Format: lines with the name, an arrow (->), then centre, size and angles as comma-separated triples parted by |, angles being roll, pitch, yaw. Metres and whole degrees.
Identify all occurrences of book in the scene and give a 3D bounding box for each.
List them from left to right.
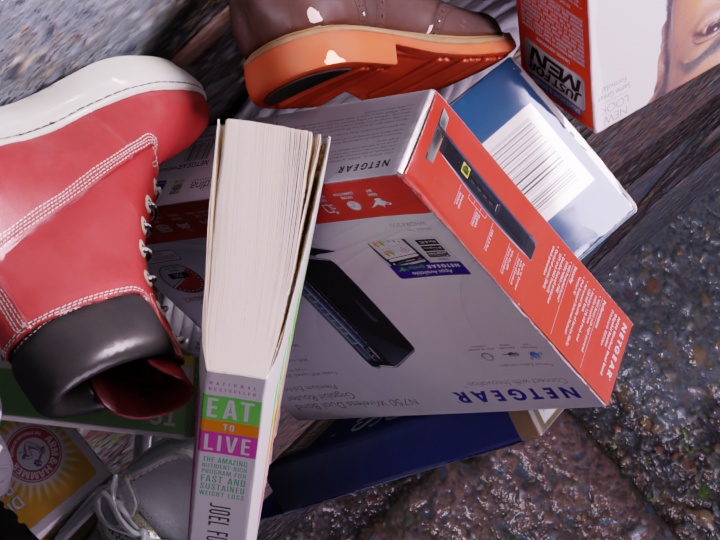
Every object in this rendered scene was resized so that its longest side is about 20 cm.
book -> -0.053, 0.053, 0.925 | 0.201, 0.048, 0.134 | 100, -2, -51

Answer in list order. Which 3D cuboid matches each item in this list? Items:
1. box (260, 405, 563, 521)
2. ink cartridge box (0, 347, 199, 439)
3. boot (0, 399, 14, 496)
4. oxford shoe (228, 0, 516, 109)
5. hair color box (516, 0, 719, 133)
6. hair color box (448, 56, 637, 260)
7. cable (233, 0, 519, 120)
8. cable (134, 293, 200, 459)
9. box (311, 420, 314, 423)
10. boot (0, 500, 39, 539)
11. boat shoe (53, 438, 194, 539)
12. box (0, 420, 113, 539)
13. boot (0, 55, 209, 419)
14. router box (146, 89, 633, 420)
box -> 0.031, 0.076, 1.141 | 0.199, 0.033, 0.121 | -22, -169, 33
ink cartridge box -> -0.148, 0.049, 1.001 | 0.200, 0.144, 0.048 | 33, 62, -83
boot -> -0.202, 0.061, 0.910 | 0.095, 0.074, 0.200 | -20, 161, -8
oxford shoe -> 0.010, -0.119, 0.995 | 0.071, 0.073, 0.200 | -24, 171, 29
hair color box -> 0.129, -0.177, 0.997 | 0.111, 0.064, 0.201 | -30, 138, -20
hair color box -> 0.064, -0.032, 1.114 | 0.060, 0.100, 0.200 | -39, 179, -15
cable -> 0.010, -0.098, 1.173 | 0.200, 0.069, 0.200 | -46, 170, 25
cable -> -0.087, 0.072, 1.242 | 0.201, 0.069, 0.201 | 95, 3, -46
box -> 0.037, 0.021, 1.587 | 0.200, 0.118, 0.197 | -42, 171, 7
boot -> -0.228, 0.168, 1.012 | 0.158, 0.211, 0.080 | -42, 153, -16
boat shoe -> -0.131, 0.157, 1.132 | 0.202, 0.075, 0.065 | -40, 177, 31
box -> -0.207, 0.128, 1.225 | 0.112, 0.101, 0.200 | -40, 171, -11
boot -> -0.099, -0.010, 0.896 | 0.072, 0.144, 0.200 | -49, 170, 34
router box -> 0.000, 0.000, 1.015 | 0.199, 0.180, 0.049 | -6, -130, 41
